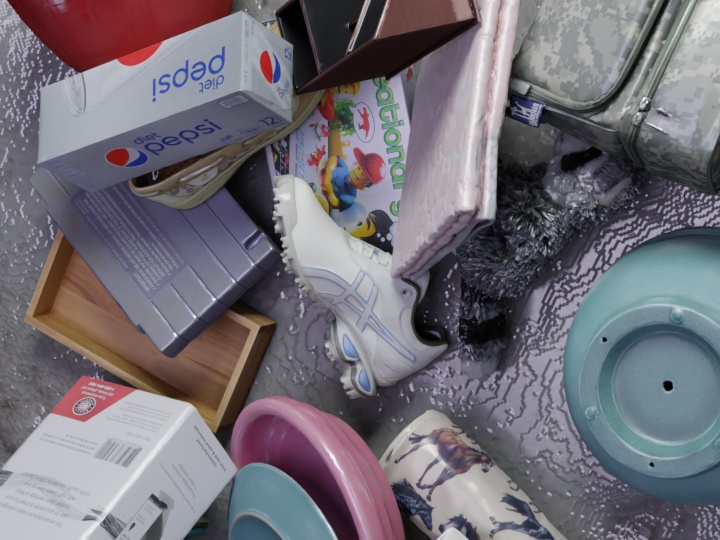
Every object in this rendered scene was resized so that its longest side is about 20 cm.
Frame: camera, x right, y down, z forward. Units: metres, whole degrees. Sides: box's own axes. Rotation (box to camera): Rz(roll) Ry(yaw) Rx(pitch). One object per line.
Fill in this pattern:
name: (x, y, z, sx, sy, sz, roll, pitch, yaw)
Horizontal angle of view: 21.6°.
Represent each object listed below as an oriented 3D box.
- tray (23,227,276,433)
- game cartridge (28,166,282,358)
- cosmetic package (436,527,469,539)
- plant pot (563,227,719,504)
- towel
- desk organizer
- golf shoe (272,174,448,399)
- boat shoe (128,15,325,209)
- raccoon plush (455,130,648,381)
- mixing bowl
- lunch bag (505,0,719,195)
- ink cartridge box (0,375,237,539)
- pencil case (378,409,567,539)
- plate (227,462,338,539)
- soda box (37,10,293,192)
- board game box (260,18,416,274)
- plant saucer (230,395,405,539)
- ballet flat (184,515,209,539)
tray: (-0.174, 0.042, 1.554, 0.200, 0.037, 0.099, 28, 105, 18)
game cartridge: (-0.167, -0.041, 1.514, 0.130, 0.038, 0.200, -43, 67, 9)
cosmetic package: (0.071, 0.271, 1.380, 0.104, 0.200, 0.073, 41, 69, 16)
plant pot: (0.227, 0.075, 1.322, 0.200, 0.134, 0.201, 3, 96, 23)
towel: (0.068, -0.102, 1.331, 0.032, 0.200, 0.191, 11, 75, -11)
desk organizer: (0.008, -0.180, 1.327, 0.077, 0.200, 0.072, -14, 89, -18)
golf shoe: (0.000, 0.000, 1.428, 0.097, 0.078, 0.200, -21, 124, 10)
boat shoe: (-0.095, -0.123, 1.445, 0.200, 0.063, 0.073, -47, 73, 13)
raccoon plush: (0.143, -0.014, 1.403, 0.134, 0.097, 0.200, 4, 125, 11)
mixing bowl: (-0.175, -0.214, 1.463, 0.200, 0.200, 0.109, -8, 115, 24)
lunch bag: (0.206, -0.167, 1.294, 0.168, 0.139, 0.200, 26, 93, 18)
ink cartridge box: (-0.217, 0.191, 1.479, 0.147, 0.200, 0.083, 10, 141, 44)
pencil case: (0.096, 0.202, 1.428, 0.200, 0.078, 0.089, 46, 126, 14)
plate: (-0.058, 0.247, 1.463, 0.200, 0.026, 0.200, 35, 135, 44)
soda box: (-0.146, -0.123, 1.396, 0.200, 0.063, 0.068, -15, 63, 32)
board game box: (-0.013, -0.105, 1.469, 0.126, 0.035, 0.200, -11, 90, 24)
plant saucer: (-0.028, 0.188, 1.454, 0.200, 0.051, 0.201, 35, 135, 45)
ballet flat: (-0.218, 0.213, 1.576, 0.200, 0.069, 0.070, -21, 87, 24)
